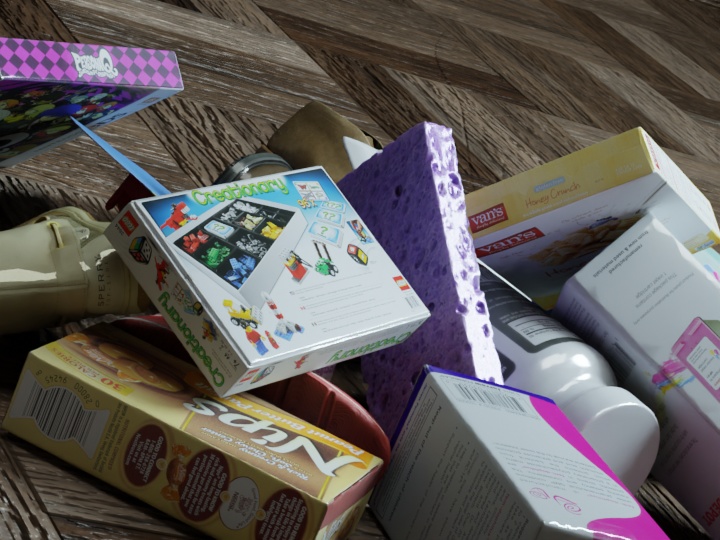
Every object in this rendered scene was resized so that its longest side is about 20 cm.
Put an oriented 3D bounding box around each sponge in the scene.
[{"bbox_3d":[0.036,0.012,1.716,0.030,0.112,0.200,8,62,-36],"label":"sponge"}]

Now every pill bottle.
[{"bbox_3d":[0.102,0.082,1.751,0.116,0.116,0.200,7,23,-44],"label":"pill bottle"}]

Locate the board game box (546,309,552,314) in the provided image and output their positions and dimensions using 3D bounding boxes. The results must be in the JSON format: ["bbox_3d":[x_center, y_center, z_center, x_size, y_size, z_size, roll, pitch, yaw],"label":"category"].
[{"bbox_3d":[0.066,0.013,2.047,0.152,0.045,0.200,30,19,21],"label":"board game box"}]

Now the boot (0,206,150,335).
[{"bbox_3d":[-0.235,0.006,1.603,0.155,0.073,0.200,-8,8,-27],"label":"boot"}]

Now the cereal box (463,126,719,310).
[{"bbox_3d":[0.160,-0.033,1.795,0.200,0.144,0.040,31,41,-65],"label":"cereal box"}]

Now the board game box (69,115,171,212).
[{"bbox_3d":[-0.144,-0.032,1.866,0.158,0.039,0.200,41,1,25],"label":"board game box"}]

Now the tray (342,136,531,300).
[{"bbox_3d":[0.067,-0.023,1.926,0.200,0.022,0.107,39,19,-36],"label":"tray"}]

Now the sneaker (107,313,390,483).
[{"bbox_3d":[-0.062,0.070,1.640,0.200,0.078,0.116,27,18,8],"label":"sneaker"}]

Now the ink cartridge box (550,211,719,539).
[{"bbox_3d":[0.226,0.079,1.774,0.200,0.085,0.145,48,-19,12],"label":"ink cartridge box"}]

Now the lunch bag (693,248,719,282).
[{"bbox_3d":[0.236,0.026,2.014,0.170,0.122,0.200,46,13,30],"label":"lunch bag"}]

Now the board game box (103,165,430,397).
[{"bbox_3d":[-0.053,0.003,1.585,0.126,0.035,0.200,54,32,15],"label":"board game box"}]

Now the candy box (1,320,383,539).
[{"bbox_3d":[-0.097,0.103,1.522,0.200,0.055,0.115,27,15,12],"label":"candy box"}]

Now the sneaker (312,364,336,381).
[{"bbox_3d":[-0.076,0.037,1.742,0.075,0.100,0.200,4,1,-30],"label":"sneaker"}]

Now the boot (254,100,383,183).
[{"bbox_3d":[-0.001,-0.065,1.974,0.200,0.076,0.074,40,1,39],"label":"boot"}]

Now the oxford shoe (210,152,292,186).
[{"bbox_3d":[-0.052,-0.028,1.885,0.084,0.073,0.200,43,2,26],"label":"oxford shoe"}]

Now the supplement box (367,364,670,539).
[{"bbox_3d":[0.094,0.153,1.543,0.101,0.104,0.200,16,16,-25],"label":"supplement box"}]

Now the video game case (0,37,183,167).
[{"bbox_3d":[-0.256,-0.117,1.838,0.200,0.181,0.036,-2,74,-56],"label":"video game case"}]
